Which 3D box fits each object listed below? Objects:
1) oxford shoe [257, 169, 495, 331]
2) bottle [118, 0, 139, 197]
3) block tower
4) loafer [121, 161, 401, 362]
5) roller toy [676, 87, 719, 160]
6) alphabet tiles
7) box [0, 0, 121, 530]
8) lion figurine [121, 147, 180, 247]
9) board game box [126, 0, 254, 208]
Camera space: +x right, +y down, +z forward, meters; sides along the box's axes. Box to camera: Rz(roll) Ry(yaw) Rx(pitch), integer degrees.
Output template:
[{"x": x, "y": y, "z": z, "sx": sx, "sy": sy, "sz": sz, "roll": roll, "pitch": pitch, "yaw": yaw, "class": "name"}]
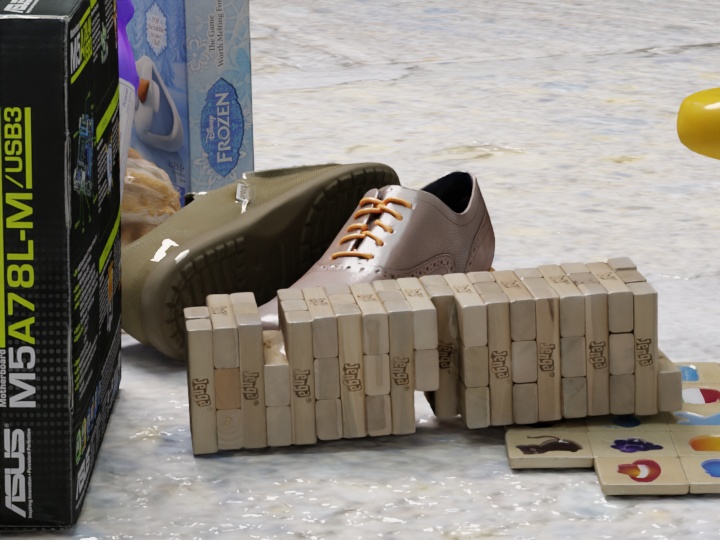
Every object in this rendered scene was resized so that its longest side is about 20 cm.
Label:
[{"x": 0.000, "y": 0.000, "z": 1.179, "sx": 0.071, "sy": 0.073, "sz": 0.200, "roll": 7, "pitch": 16, "yaw": 26, "class": "oxford shoe"}, {"x": -0.151, "y": -0.086, "z": 1.269, "sx": 0.083, "sy": 0.200, "sz": 0.065, "roll": 8, "pitch": -15, "yaw": -1, "class": "bottle"}, {"x": 0.028, "y": 0.034, "z": 1.063, "sx": 0.200, "sy": 0.058, "sz": 0.054, "roll": -4, "pitch": 15, "yaw": -6, "class": "block tower"}, {"x": -0.051, "y": -0.013, "z": 1.231, "sx": 0.067, "sy": 0.076, "sz": 0.200, "roll": 16, "pitch": 21, "yaw": 32, "class": "loafer"}, {"x": 0.274, "y": -0.056, "z": 1.262, "sx": 0.182, "sy": 0.140, "sz": 0.200, "roll": -11, "pitch": 17, "yaw": -39, "class": "roller toy"}, {"x": 0.158, "y": 0.063, "z": 1.063, "sx": 0.200, "sy": 0.006, "sz": 0.166, "roll": 0, "pitch": 14, "yaw": 0, "class": "alphabet tiles"}, {"x": -0.123, "y": -0.020, "z": 1.016, "sx": 0.047, "sy": 0.193, "sz": 0.200, "roll": -1, "pitch": 15, "yaw": 0, "class": "box"}, {"x": -0.182, "y": -0.044, "z": 1.372, "sx": 0.122, "sy": 0.073, "sz": 0.200, "roll": 4, "pitch": 5, "yaw": -28, "class": "lion figurine"}, {"x": -0.120, "y": -0.124, "z": 1.422, "sx": 0.043, "sy": 0.199, "sz": 0.200, "roll": -8, "pitch": 15, "yaw": -27, "class": "board game box"}]
